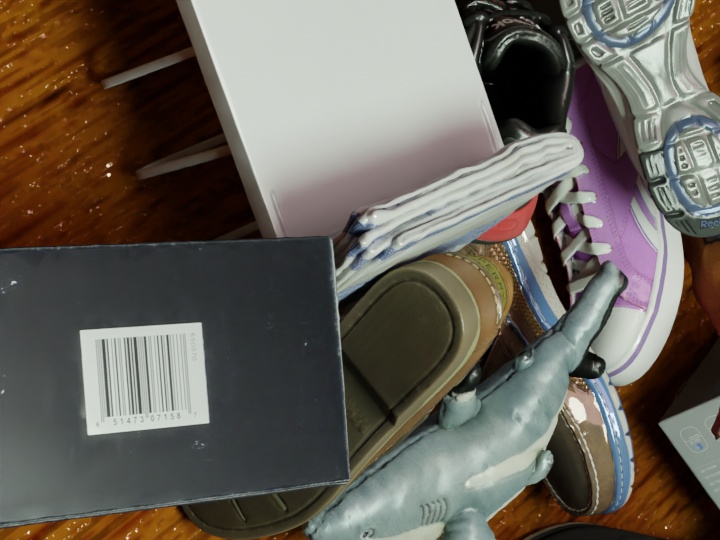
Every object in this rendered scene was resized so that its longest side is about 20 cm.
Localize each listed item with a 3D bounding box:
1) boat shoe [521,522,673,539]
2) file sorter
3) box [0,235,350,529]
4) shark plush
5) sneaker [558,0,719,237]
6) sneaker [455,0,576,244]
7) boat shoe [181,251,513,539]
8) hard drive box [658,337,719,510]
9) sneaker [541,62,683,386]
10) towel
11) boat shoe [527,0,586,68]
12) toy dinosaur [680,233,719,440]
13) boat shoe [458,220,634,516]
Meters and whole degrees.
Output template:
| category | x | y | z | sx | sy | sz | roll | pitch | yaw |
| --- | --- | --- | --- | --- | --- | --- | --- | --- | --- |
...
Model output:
| category | x | y | z | sx | sy | sz | roll | pitch | yaw |
| --- | --- | --- | --- | --- | --- | --- | --- | --- | --- |
| boat shoe | 0.159 | 0.180 | 1.110 | 0.201 | 0.063 | 0.074 | 10 | 81 | -35 |
| file sorter | -0.048 | -0.116 | 0.941 | 0.138 | 0.124 | 0.201 | -25 | 100 | -35 |
| box | -0.138 | 0.046 | 0.821 | 0.199 | 0.182 | 0.105 | -3 | 87 | -38 |
| shark plush | 0.062 | 0.079 | 0.970 | 0.200 | 0.091 | 0.083 | -36 | 137 | 1 |
| sneaker | 0.143 | -0.114 | 1.038 | 0.074 | 0.087 | 0.201 | -20 | 104 | -2 |
| sneaker | 0.064 | -0.119 | 1.018 | 0.070 | 0.098 | 0.201 | 3 | 61 | -23 |
| boat shoe | -0.004 | 0.062 | 0.927 | 0.068 | 0.200 | 0.072 | -20 | 77 | -56 |
| hard drive box | 0.282 | 0.115 | 1.155 | 0.200 | 0.077 | 0.156 | 54 | 42 | -6 |
| sneaker | 0.116 | -0.041 | 1.098 | 0.114 | 0.073 | 0.202 | 17 | 65 | -31 |
| towel | 0.000 | 0.000 | 0.919 | 0.147 | 0.200 | 0.024 | -24 | 82 | -40 |
| boat shoe | 0.119 | -0.202 | 1.097 | 0.072 | 0.062 | 0.201 | 12 | 63 | 9 |
| toy dinosaur | 0.200 | -0.023 | 1.097 | 0.199 | 0.181 | 0.106 | -27 | 126 | -30 |
| boat shoe | 0.075 | 0.048 | 1.059 | 0.072 | 0.072 | 0.201 | -28 | 92 | -31 |
